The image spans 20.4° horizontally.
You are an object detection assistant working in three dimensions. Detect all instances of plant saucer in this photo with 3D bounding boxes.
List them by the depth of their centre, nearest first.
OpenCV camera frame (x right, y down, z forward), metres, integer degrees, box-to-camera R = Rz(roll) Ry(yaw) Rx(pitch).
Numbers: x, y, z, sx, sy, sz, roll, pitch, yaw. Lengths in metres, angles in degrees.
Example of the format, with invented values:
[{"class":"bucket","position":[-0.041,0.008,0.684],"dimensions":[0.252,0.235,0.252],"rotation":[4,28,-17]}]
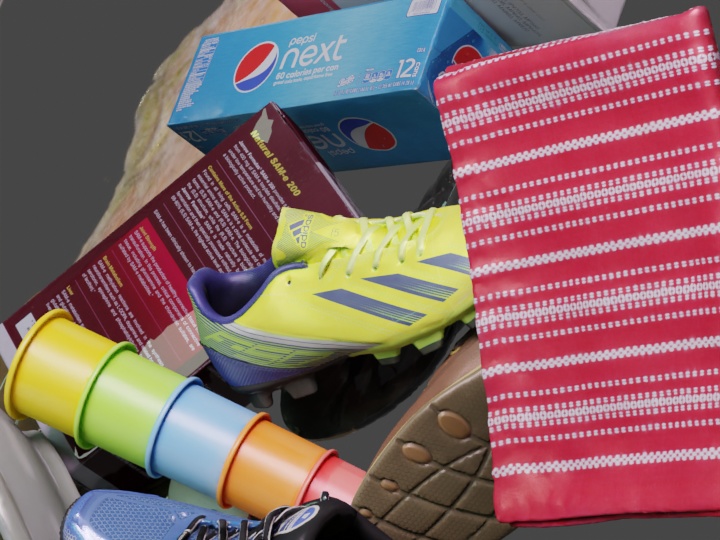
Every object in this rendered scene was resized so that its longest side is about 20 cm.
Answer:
[{"class":"plant saucer","position":[-0.167,0.140,1.022],"dimensions":[0.050,0.201,0.200],"rotation":[-23,34,-18]}]

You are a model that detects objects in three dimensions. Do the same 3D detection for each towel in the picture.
[{"class":"towel","position":[0.097,0.004,0.816],"dimensions":[0.144,0.022,0.201],"rotation":[-8,91,44]}]

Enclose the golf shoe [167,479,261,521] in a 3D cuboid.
[{"class":"golf shoe","position":[-0.069,0.148,0.963],"dimensions":[0.077,0.088,0.200],"rotation":[-41,38,18]}]

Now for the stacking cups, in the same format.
[{"class":"stacking cups","position":[-0.075,0.084,0.963],"dimensions":[0.199,0.061,0.061],"rotation":[24,78,18]}]

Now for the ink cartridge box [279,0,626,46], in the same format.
[{"class":"ink cartridge box","position":[0.063,-0.200,1.089],"dimensions":[0.199,0.085,0.146],"rotation":[0,62,48]}]

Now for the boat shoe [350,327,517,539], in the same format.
[{"class":"boat shoe","position":[0.071,0.055,0.911],"dimensions":[0.200,0.072,0.068],"rotation":[-48,10,4]}]

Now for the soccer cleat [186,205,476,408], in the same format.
[{"class":"soccer cleat","position":[-0.001,0.000,0.933],"dimensions":[0.200,0.084,0.065],"rotation":[-24,13,33]}]

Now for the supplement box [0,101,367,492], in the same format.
[{"class":"supplement box","position":[-0.087,0.018,1.057],"dimensions":[0.200,0.061,0.109],"rotation":[-39,56,5]}]

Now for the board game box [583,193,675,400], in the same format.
[{"class":"board game box","position":[0.204,-0.007,0.782],"dimensions":[0.199,0.037,0.152],"rotation":[-30,74,26]}]

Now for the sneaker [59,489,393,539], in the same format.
[{"class":"sneaker","position":[-0.037,0.127,0.873],"dimensions":[0.199,0.089,0.079],"rotation":[14,42,12]}]

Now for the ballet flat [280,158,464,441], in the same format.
[{"class":"ballet flat","position":[0.034,0.009,1.003],"dimensions":[0.066,0.057,0.200],"rotation":[42,99,13]}]

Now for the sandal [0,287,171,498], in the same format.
[{"class":"sandal","position":[-0.150,0.093,1.121],"dimensions":[0.080,0.054,0.200],"rotation":[-42,54,3]}]

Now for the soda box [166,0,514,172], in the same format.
[{"class":"soda box","position":[-0.012,-0.098,1.104],"dimensions":[0.199,0.068,0.064],"rotation":[-3,60,45]}]
